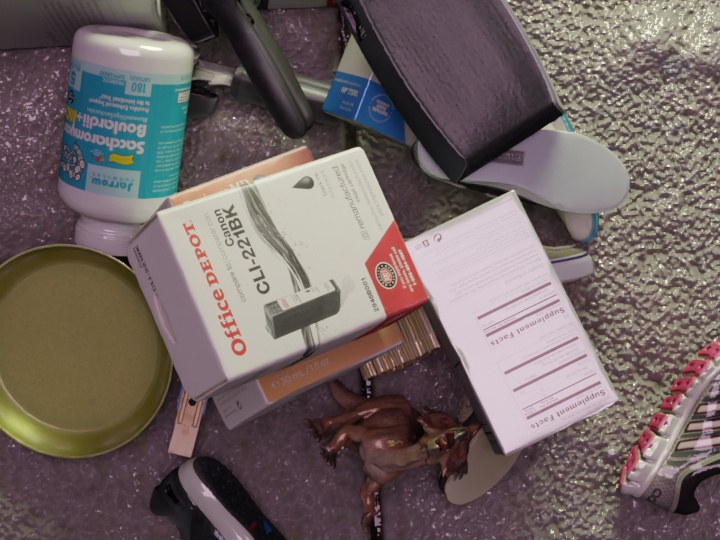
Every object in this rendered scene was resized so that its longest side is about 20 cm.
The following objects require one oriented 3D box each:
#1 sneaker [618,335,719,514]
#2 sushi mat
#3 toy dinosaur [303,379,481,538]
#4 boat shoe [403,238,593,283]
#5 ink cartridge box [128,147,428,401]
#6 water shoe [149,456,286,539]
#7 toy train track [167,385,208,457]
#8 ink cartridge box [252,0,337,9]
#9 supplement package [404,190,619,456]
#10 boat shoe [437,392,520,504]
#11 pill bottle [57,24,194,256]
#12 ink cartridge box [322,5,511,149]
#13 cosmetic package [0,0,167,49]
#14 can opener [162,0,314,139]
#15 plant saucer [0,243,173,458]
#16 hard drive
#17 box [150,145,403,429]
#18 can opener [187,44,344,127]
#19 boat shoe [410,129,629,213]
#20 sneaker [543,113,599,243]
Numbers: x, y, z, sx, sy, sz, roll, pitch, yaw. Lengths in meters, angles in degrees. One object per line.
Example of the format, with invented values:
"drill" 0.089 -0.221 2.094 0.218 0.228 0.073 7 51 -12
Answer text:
"sneaker" 0.329 0.146 1.280 0.087 0.074 0.200 35 88 2
"sushi mat" 0.000 0.000 1.283 0.096 0.012 0.201 -28 83 32
"toy dinosaur" 0.032 0.147 1.237 0.135 0.200 0.086 -29 121 -3
"boat shoe" 0.119 -0.010 1.287 0.199 0.072 0.062 -6 91 -1
"ink cartridge box" -0.068 0.002 1.114 0.200 0.084 0.145 -21 83 -29
"water shoe" -0.115 0.266 1.260 0.079 0.071 0.200 -35 87 22
"toy train track" -0.146 0.076 1.287 0.114 0.033 0.201 13 84 -2
"ink cartridge box" -0.090 -0.332 1.309 0.199 0.084 0.145 -4 85 -2
"supplement package" 0.127 0.050 1.191 0.109 0.114 0.200 -26 84 -2
"boat shoe" 0.128 0.125 1.279 0.063 0.071 0.200 29 87 42
"pill bottle" -0.218 -0.118 1.251 0.110 0.111 0.201 9 106 -1
"ink cartridge box" 0.060 -0.218 1.272 0.116 0.067 0.201 20 94 -32
"cosmetic package" -0.288 -0.308 1.258 0.199 0.166 0.168 -4 84 -2
"can opener" -0.102 -0.211 1.250 0.078 0.063 0.200 -26 109 31
"plant saucer" -0.268 0.073 1.262 0.199 0.031 0.201 1 97 6
"hard drive" 0.080 -0.193 1.189 0.135 0.042 0.200 -32 89 -7
"box" -0.083 0.015 1.222 0.152 0.106 0.200 -24 84 -30
"can opener" -0.109 -0.172 1.315 0.199 0.053 0.067 11 118 1
"boat shoe" 0.143 -0.092 1.244 0.199 0.068 0.074 5 88 -6
"sneaker" 0.169 -0.115 1.307 0.081 0.076 0.201 -26 85 12
